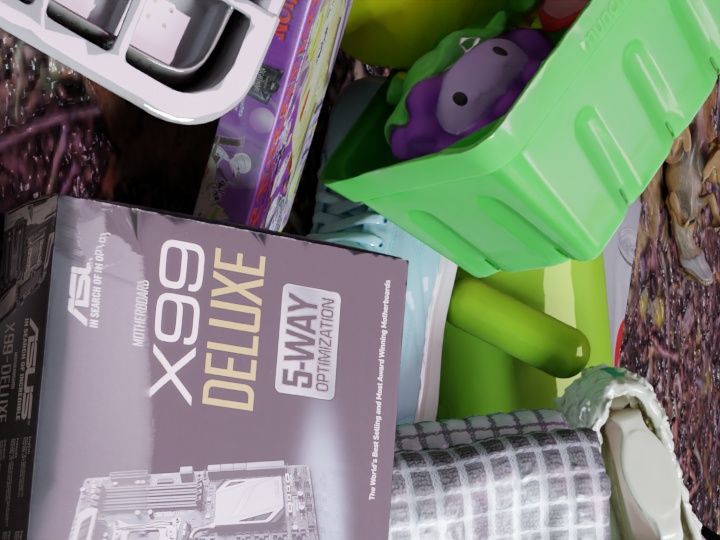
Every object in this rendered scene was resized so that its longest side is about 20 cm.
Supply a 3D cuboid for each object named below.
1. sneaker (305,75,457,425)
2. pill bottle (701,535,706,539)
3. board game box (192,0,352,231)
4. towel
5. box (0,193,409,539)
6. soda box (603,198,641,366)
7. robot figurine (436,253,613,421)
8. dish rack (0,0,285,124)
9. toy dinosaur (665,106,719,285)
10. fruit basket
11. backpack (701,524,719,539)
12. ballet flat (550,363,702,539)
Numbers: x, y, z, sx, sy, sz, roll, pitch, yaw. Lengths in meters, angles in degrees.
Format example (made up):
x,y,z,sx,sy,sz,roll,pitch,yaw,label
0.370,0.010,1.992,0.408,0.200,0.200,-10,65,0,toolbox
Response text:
x,y,z,sx,sy,sz,roll,pitch,yaw,label
0.000,0.000,1.152,0.082,0.074,0.201,19,67,-61,sneaker
0.117,0.183,1.234,0.112,0.199,0.113,0,90,-83,pill bottle
-0.030,-0.088,1.015,0.120,0.032,0.201,-51,161,-63,board game box
0.032,0.171,1.106,0.086,0.165,0.201,-154,-121,-66,towel
-0.065,0.082,0.929,0.157,0.050,0.201,11,77,-32,box
0.115,0.032,1.431,0.068,0.063,0.201,54,42,-55,soda box
0.070,0.023,1.257,0.175,0.115,0.201,-52,137,-79,robot figurine
-0.088,-0.169,0.871,0.171,0.043,0.201,29,75,-27,dish rack
0.236,-0.092,1.752,0.106,0.060,0.201,112,-16,-87,toy dinosaur
0.054,-0.123,1.122,0.215,0.155,0.217,5,82,-35,fruit basket
0.194,0.243,1.394,0.134,0.199,0.183,15,98,-67,backpack
0.135,0.141,1.142,0.072,0.071,0.201,-1,74,-67,ballet flat
